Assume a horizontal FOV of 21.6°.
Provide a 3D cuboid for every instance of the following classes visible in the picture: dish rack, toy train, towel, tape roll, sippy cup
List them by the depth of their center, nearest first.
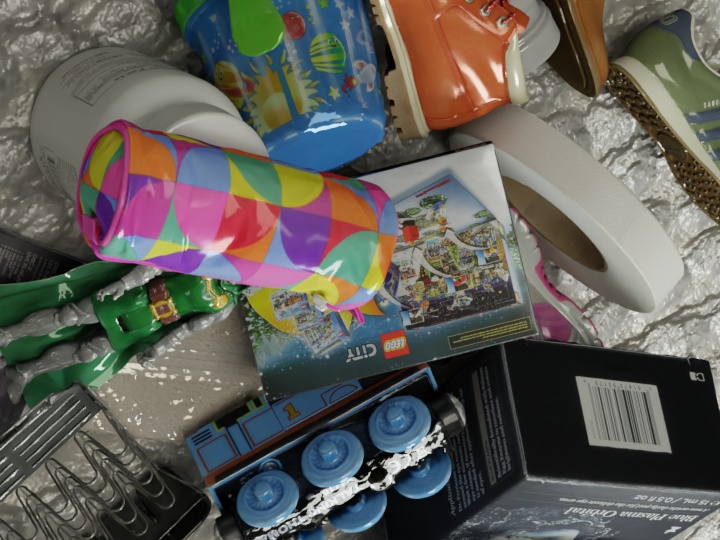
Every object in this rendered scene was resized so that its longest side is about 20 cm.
[{"bbox_3d":[-0.045,-0.137,1.284,0.177,0.139,0.131,-2,67,-44],"label":"sippy cup"},{"bbox_3d":[-0.202,0.167,1.317,0.153,0.054,0.200,-45,148,-10],"label":"dish rack"},{"bbox_3d":[-0.024,0.129,1.356,0.199,0.114,0.087,-29,135,-4],"label":"toy train"},{"bbox_3d":[-0.110,0.069,1.377,0.199,0.034,0.133,9,110,-27],"label":"towel"},{"bbox_3d":[0.151,-0.047,1.399,0.037,0.203,0.203,-48,119,-7],"label":"tape roll"}]

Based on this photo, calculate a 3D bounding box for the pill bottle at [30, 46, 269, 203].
[{"bbox_3d":[-0.136,-0.078,1.243,0.113,0.200,0.115,-7,107,-25],"label":"pill bottle"}]

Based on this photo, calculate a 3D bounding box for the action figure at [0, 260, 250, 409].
[{"bbox_3d":[-0.156,0.027,1.288,0.199,0.055,0.119,-22,123,4],"label":"action figure"}]

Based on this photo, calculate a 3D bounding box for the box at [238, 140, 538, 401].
[{"bbox_3d":[0.013,0.000,1.322,0.198,0.038,0.138,-14,97,3],"label":"box"}]

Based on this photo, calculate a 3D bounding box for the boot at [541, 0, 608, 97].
[{"bbox_3d":[0.188,-0.250,1.446,0.155,0.077,0.201,-32,108,-21],"label":"boot"}]

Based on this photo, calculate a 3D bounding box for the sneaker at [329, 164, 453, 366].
[{"bbox_3d":[0.000,0.000,1.404,0.199,0.106,0.075,37,59,3],"label":"sneaker"}]

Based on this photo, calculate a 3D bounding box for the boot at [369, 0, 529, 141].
[{"bbox_3d":[0.058,-0.188,1.287,0.106,0.075,0.201,-9,126,10],"label":"boot"}]

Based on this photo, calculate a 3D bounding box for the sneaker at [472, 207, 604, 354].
[{"bbox_3d":[0.118,0.039,1.480,0.088,0.081,0.201,-39,109,-11],"label":"sneaker"}]

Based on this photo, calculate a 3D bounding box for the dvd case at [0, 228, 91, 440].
[{"bbox_3d":[-0.289,0.035,1.301,0.199,0.016,0.150,22,92,-29],"label":"dvd case"}]

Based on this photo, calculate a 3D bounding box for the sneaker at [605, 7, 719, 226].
[{"bbox_3d":[0.280,-0.125,1.520,0.090,0.067,0.200,-49,121,-10],"label":"sneaker"}]

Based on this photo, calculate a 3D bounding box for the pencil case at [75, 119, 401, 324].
[{"bbox_3d":[-0.071,-0.028,1.128,0.199,0.088,0.089,15,96,-28],"label":"pencil case"}]

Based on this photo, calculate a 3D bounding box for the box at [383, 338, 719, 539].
[{"bbox_3d":[0.145,0.151,1.437,0.195,0.200,0.118,8,58,-28],"label":"box"}]

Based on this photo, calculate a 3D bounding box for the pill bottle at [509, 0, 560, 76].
[{"bbox_3d":[0.065,-0.234,1.358,0.109,0.109,0.201,-38,117,-13],"label":"pill bottle"}]
